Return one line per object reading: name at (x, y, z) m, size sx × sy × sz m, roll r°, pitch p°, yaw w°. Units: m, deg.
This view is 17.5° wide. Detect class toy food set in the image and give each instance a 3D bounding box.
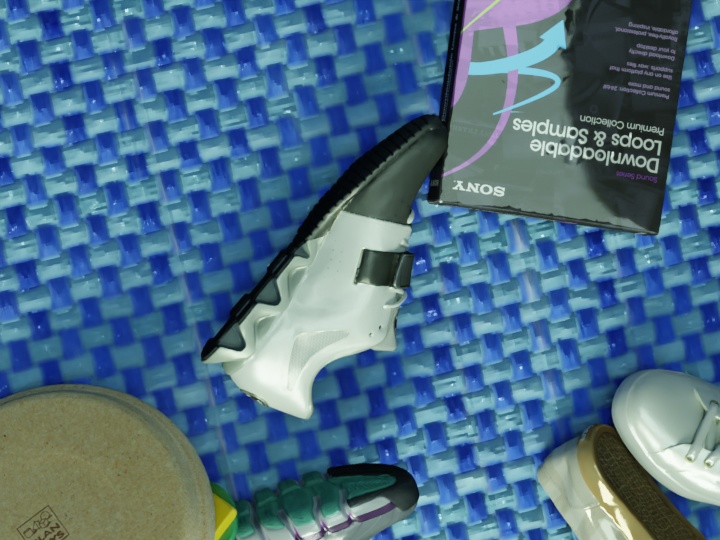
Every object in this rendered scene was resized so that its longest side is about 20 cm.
toy food set at (-0.176, 0.160, 1.345) m, size 0.198 × 0.049 × 0.200 m, roll 31°, pitch 72°, yaw 24°

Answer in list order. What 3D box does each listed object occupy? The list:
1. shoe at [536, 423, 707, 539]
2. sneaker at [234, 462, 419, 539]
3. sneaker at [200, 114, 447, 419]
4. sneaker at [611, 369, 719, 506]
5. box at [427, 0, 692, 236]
shoe at (0.181, 0.184, 1.439) m, size 0.053 × 0.070 × 0.200 m, roll -31°, pitch 98°, yaw 30°
sneaker at (-0.053, 0.181, 1.396) m, size 0.200 × 0.074 × 0.088 m, roll -19°, pitch 105°, yaw 2°
sneaker at (0.000, 0.000, 1.394) m, size 0.088 × 0.074 × 0.200 m, roll 38°, pitch 95°, yaw -8°
sneaker at (0.249, 0.116, 1.424) m, size 0.200 × 0.085 × 0.073 m, roll 32°, pitch 66°, yaw -12°
box at (0.125, -0.128, 1.427) m, size 0.143 × 0.036 × 0.200 m, roll 7°, pitch 92°, yaw -10°
